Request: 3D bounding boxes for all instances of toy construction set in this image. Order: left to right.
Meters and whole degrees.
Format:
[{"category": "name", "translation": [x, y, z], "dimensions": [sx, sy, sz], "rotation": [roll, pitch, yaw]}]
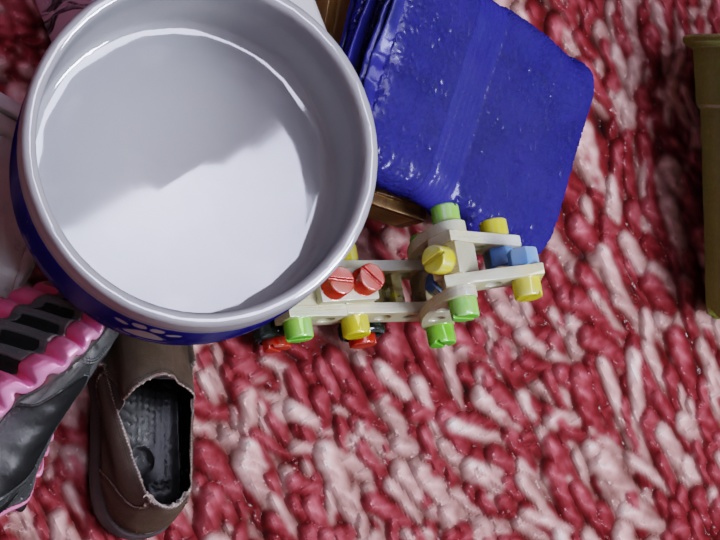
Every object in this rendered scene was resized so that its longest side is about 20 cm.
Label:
[{"category": "toy construction set", "translation": [0.000, 0.000, 1.598], "dimensions": [0.200, 0.131, 0.092], "rotation": [15, 66, -26]}]

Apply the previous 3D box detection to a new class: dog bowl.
[{"category": "dog bowl", "translation": [-0.095, -0.060, 1.470], "dimensions": [0.199, 0.079, 0.201], "rotation": [3, 78, -13]}]

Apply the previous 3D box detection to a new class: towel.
[{"category": "towel", "translation": [0.060, -0.103, 1.662], "dimensions": [0.200, 0.049, 0.148], "rotation": [29, 74, -41]}]

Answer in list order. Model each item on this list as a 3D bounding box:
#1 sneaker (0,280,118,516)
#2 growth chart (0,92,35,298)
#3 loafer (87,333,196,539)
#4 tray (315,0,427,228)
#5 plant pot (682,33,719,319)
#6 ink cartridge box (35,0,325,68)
[{"category": "sneaker", "translation": [-0.204, 0.091, 1.498], "dimensions": [0.200, 0.079, 0.095], "rotation": [-47, 138, -21]}, {"category": "growth chart", "translation": [-0.245, -0.025, 1.522], "dimensions": [0.145, 0.018, 0.200], "rotation": [36, 66, -21]}, {"category": "loafer", "translation": [-0.123, 0.057, 1.551], "dimensions": [0.073, 0.071, 0.201], "rotation": [-5, 85, -31]}, {"category": "tray", "translation": [0.010, -0.138, 1.681], "dimensions": [0.098, 0.037, 0.201], "rotation": [17, 75, -28]}, {"category": "plant pot", "translation": [0.305, -0.054, 1.776], "dimensions": [0.200, 0.200, 0.191], "rotation": [6, 93, -30]}, {"category": "ink cartridge box", "translation": [-0.123, -0.192, 1.579], "dimensions": [0.146, 0.084, 0.200], "rotation": [-23, 96, -30]}]
